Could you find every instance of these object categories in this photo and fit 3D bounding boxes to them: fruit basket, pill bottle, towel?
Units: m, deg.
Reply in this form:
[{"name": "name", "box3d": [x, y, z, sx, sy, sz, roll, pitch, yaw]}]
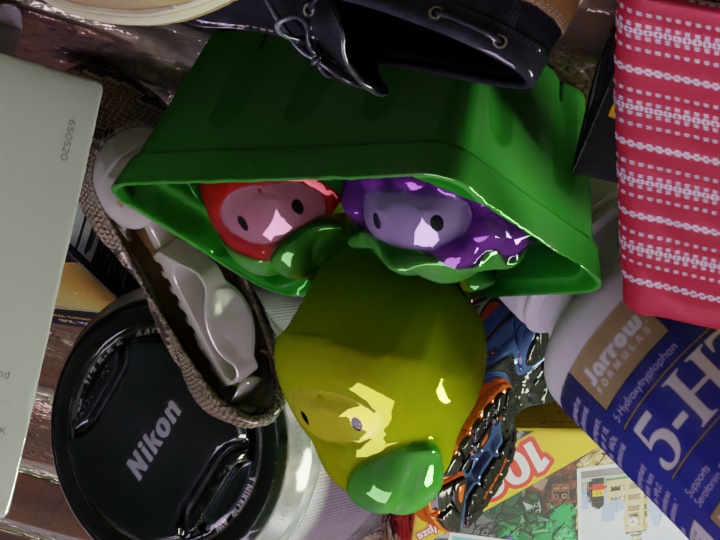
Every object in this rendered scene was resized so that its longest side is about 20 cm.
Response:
[{"name": "fruit basket", "box3d": [0.000, 0.000, 1.320, 0.215, 0.216, 0.155, -1, 157, 39]}, {"name": "pill bottle", "box3d": [0.155, 0.043, 1.349, 0.200, 0.120, 0.120, 46, 174, 22]}, {"name": "towel", "box3d": [0.171, -0.034, 1.154, 0.144, 0.023, 0.200, 12, 144, 15]}]

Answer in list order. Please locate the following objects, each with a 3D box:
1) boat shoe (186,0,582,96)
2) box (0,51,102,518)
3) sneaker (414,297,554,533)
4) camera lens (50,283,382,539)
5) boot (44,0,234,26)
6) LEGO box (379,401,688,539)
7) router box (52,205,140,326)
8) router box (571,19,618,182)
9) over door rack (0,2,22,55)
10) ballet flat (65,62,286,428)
[{"name": "boat shoe", "box3d": [-0.004, -0.109, 1.219, 0.200, 0.062, 0.075, 6, 163, 27]}, {"name": "box", "box3d": [-0.242, -0.011, 1.261, 0.199, 0.201, 0.131, 15, 175, -30]}, {"name": "sneaker", "box3d": [0.056, 0.040, 1.446, 0.078, 0.200, 0.075, 17, 133, 24]}, {"name": "camera lens", "box3d": [-0.060, 0.082, 1.595, 0.160, 0.160, 0.200, 4, -175, 28]}, {"name": "boot", "box3d": [-0.077, -0.159, 1.103, 0.200, 0.072, 0.155, -4, 156, 32]}, {"name": "LEGO box", "box3d": [0.113, 0.136, 1.564, 0.199, 0.149, 0.077, 1, -159, -13]}, {"name": "router box", "box3d": [-0.222, -0.023, 1.634, 0.200, 0.052, 0.157, 7, 162, 21]}, {"name": "router box", "box3d": [0.197, -0.065, 1.211, 0.200, 0.052, 0.157, 14, 162, 0]}, {"name": "over door rack", "box3d": [-0.231, -0.136, 1.300, 0.147, 0.067, 0.200, 14, 162, 2]}, {"name": "ballet flat", "box3d": [-0.086, -0.011, 1.427, 0.200, 0.068, 0.075, 63, 170, -13]}]
